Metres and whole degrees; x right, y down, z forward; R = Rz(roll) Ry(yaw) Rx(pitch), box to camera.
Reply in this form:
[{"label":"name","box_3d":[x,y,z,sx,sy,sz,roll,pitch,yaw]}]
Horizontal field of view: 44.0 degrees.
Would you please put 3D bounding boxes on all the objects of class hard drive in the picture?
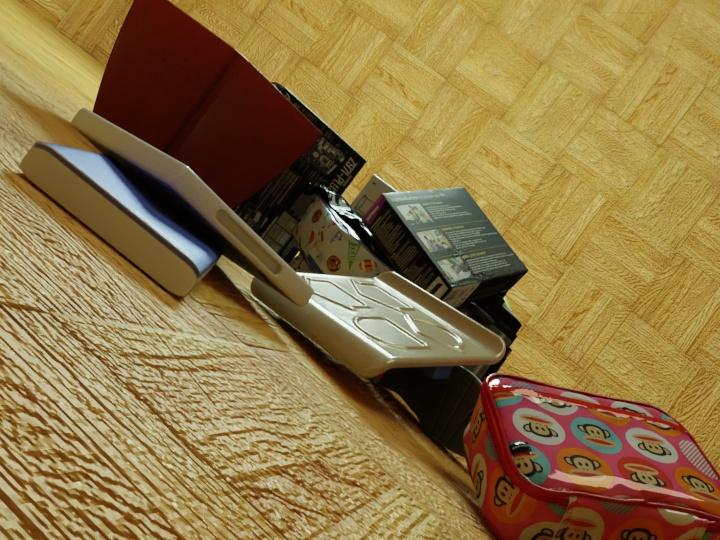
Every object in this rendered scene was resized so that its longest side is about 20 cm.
[{"label":"hard drive","box_3d":[-0.165,-0.041,0.660,0.131,0.026,0.200,40,1,-7]}]

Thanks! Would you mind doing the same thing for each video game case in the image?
[{"label":"video game case","box_3d":[-0.148,-0.056,0.780,0.199,0.023,0.182,29,-13,45]}]

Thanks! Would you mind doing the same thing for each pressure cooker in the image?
[{"label":"pressure cooker","box_3d":[0.132,0.074,1.267,0.175,0.201,0.178,38,1,39]}]

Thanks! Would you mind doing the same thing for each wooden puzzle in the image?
[{"label":"wooden puzzle","box_3d":[0.016,0.056,0.857,0.198,0.047,0.184,-1,25,-46]}]

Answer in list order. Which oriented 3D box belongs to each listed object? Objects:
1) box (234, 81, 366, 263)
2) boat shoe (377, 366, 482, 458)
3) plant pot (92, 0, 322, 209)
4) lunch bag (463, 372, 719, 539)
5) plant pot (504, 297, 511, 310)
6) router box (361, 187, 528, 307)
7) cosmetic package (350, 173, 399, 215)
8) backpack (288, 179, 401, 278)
[{"label":"box","box_3d":[-0.117,-0.133,1.259,0.163,0.201,0.086,37,1,-24]},{"label":"boat shoe","box_3d":[0.080,0.126,0.907,0.201,0.075,0.064,31,1,40]},{"label":"plant pot","box_3d":[-0.200,-0.179,1.060,0.199,0.177,0.200,39,2,31]},{"label":"lunch bag","box_3d":[0.184,0.157,0.722,0.196,0.083,0.177,13,24,-11]},{"label":"plant pot","box_3d":[0.142,0.096,1.599,0.182,0.203,0.200,25,8,-30]},{"label":"router box","box_3d":[0.111,-0.031,1.126,0.198,0.051,0.150,-9,58,-52]},{"label":"cosmetic package","box_3d":[0.018,-0.024,1.365,0.150,0.201,0.052,38,1,33]},{"label":"backpack","box_3d":[0.000,0.000,1.164,0.198,0.156,0.190,26,7,-28]}]
